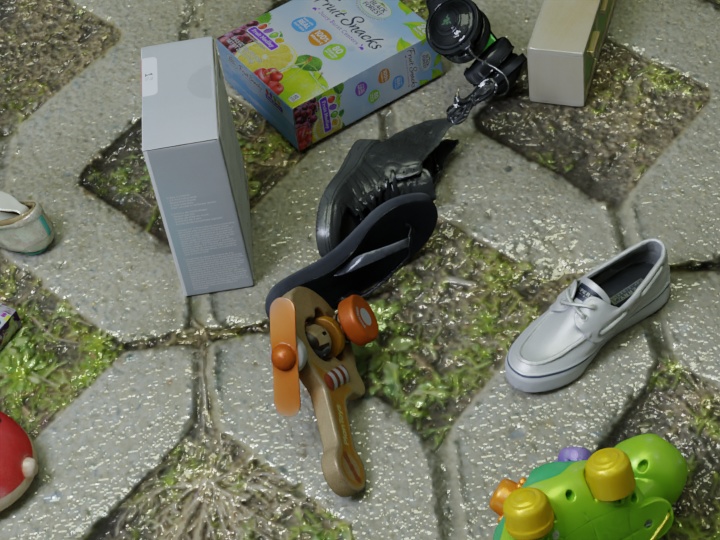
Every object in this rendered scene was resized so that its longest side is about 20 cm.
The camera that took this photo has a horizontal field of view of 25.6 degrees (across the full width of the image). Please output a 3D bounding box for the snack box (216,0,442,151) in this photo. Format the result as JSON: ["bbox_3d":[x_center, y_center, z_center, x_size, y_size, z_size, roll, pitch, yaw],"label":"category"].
[{"bbox_3d":[-0.035,-0.242,1.778,0.199,0.068,0.169,-30,49,-20],"label":"snack box"}]

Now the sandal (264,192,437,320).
[{"bbox_3d":[0.000,0.001,1.544,0.199,0.076,0.043,-37,49,-11],"label":"sandal"}]

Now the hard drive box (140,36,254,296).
[{"bbox_3d":[-0.160,-0.103,1.575,0.076,0.201,0.157,-9,45,0],"label":"hard drive box"}]

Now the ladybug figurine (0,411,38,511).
[{"bbox_3d":[-0.390,0.167,1.446,0.197,0.072,0.137,0,46,9],"label":"ladybug figurine"}]

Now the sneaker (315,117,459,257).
[{"bbox_3d":[0.030,-0.086,1.624,0.103,0.060,0.201,5,43,19],"label":"sneaker"}]

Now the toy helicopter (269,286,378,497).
[{"bbox_3d":[-0.035,0.105,1.421,0.078,0.132,0.202,-26,60,23],"label":"toy helicopter"}]

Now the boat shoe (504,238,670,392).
[{"bbox_3d":[0.210,0.035,1.477,0.199,0.066,0.073,-37,52,-24],"label":"boat shoe"}]

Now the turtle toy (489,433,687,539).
[{"bbox_3d":[0.185,0.202,1.288,0.198,0.147,0.101,-24,26,-14],"label":"turtle toy"}]

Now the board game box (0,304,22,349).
[{"bbox_3d":[-0.454,0.058,1.592,0.198,0.032,0.121,18,56,24],"label":"board game box"}]

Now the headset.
[{"bbox_3d":[0.115,-0.229,1.706,0.094,0.123,0.201,-41,27,16],"label":"headset"}]

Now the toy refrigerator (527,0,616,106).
[{"bbox_3d":[0.241,-0.278,1.762,0.069,0.076,0.201,8,48,17],"label":"toy refrigerator"}]

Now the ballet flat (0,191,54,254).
[{"bbox_3d":[-0.414,-0.067,1.678,0.198,0.063,0.068,9,48,18],"label":"ballet flat"}]
